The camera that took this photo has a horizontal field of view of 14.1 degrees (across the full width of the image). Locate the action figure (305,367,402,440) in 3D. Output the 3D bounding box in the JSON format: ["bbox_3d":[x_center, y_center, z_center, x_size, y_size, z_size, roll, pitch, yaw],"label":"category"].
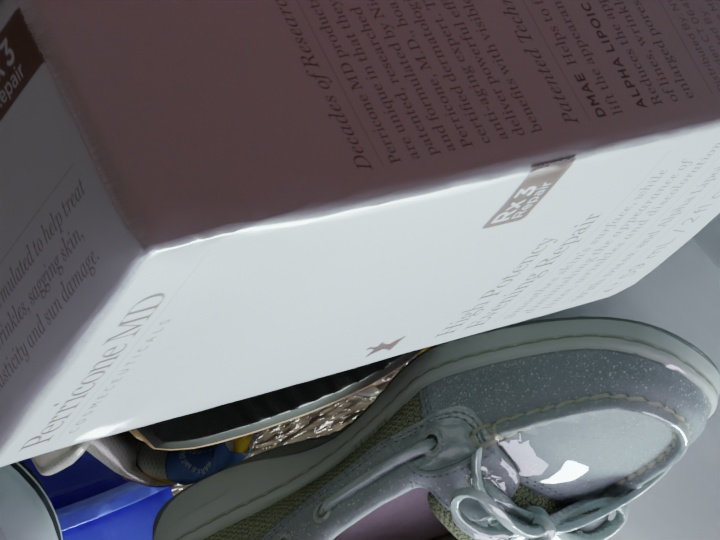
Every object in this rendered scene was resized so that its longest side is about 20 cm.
[{"bbox_3d":[0.004,0.058,1.053,0.200,0.102,0.119,-57,143,-35],"label":"action figure"}]

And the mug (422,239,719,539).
[{"bbox_3d":[0.118,0.025,0.937,0.150,0.153,0.187,-52,-179,41],"label":"mug"}]

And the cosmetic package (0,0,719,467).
[{"bbox_3d":[-0.001,-0.026,0.664,0.200,0.074,0.102,-16,159,-36],"label":"cosmetic package"}]

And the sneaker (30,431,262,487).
[{"bbox_3d":[-0.049,0.027,0.922,0.200,0.090,0.075,-1,151,-49],"label":"sneaker"}]

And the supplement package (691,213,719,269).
[{"bbox_3d":[0.212,-0.032,0.709,0.147,0.191,0.200,-32,158,-25],"label":"supplement package"}]

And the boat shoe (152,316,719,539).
[{"bbox_3d":[0.019,0.074,0.843,0.202,0.065,0.074,-25,140,31],"label":"boat shoe"}]

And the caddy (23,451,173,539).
[{"bbox_3d":[-0.150,0.117,1.029,0.199,0.105,0.141,-18,-177,-19],"label":"caddy"}]

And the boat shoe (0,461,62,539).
[{"bbox_3d":[-0.148,0.047,0.799,0.200,0.072,0.071,14,-151,36],"label":"boat shoe"}]

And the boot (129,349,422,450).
[{"bbox_3d":[0.000,0.000,0.882,0.200,0.078,0.138,-35,170,-20],"label":"boot"}]
